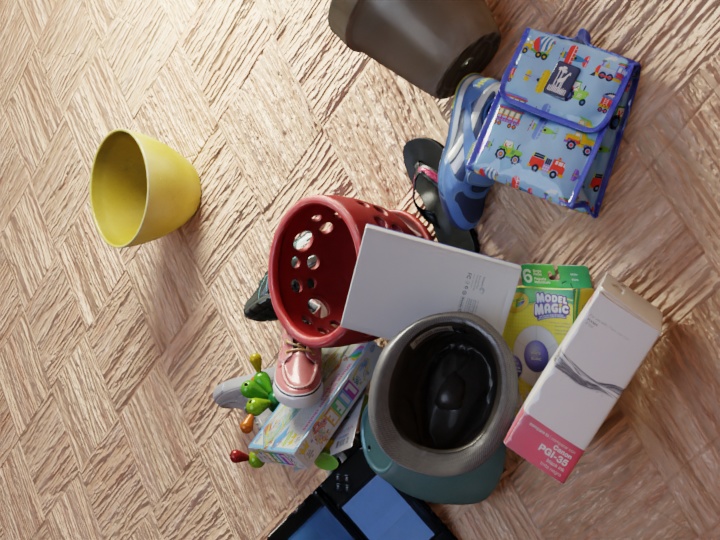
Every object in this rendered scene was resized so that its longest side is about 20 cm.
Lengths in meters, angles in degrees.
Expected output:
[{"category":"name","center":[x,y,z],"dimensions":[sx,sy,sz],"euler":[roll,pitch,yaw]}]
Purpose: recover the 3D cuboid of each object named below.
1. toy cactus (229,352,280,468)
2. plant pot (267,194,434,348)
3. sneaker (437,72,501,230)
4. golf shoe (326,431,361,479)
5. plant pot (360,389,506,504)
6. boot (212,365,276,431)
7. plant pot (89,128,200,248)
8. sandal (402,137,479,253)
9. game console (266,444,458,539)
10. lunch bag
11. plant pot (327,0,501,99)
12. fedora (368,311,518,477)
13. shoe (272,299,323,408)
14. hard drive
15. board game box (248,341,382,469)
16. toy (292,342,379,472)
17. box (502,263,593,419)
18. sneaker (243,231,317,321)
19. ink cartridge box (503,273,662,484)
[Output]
[{"category":"toy cactus","center":[-0.107,0.211,1.700],"dimensions":[0.103,0.162,0.203],"euler":[124,164,-57]},{"category":"plant pot","center":[0.000,0.000,1.551],"dimensions":[0.199,0.180,0.205],"euler":[2,92,48]},{"category":"sneaker","center":[0.154,-0.149,1.461],"dimensions":[0.082,0.073,0.204],"euler":[16,104,44]},{"category":"golf shoe","center":[-0.012,0.334,1.642],"dimensions":[0.077,0.087,0.204],"euler":[-23,75,43]},{"category":"plant pot","center":[0.078,0.209,1.474],"dimensions":[0.199,0.133,0.204],"euler":[8,99,61]},{"category":"boot","center":[-0.166,0.219,1.817],"dimensions":[0.199,0.073,0.097],"euler":[-24,67,44]},{"category":"plant pot","center":[-0.362,-0.141,1.980],"dimensions":[0.198,0.140,0.204],"euler":[2,92,48]},{"category":"sandal","center":[0.103,-0.096,1.537],"dimensions":[0.075,0.045,0.203],"euler":[-40,62,41]},{"category":"game console","center":[0.006,0.370,1.533],"dimensions":[0.200,0.118,0.172],"euler":[47,115,6]},{"category":"lunch bag","center":[0.239,-0.187,1.356],"dimensions":[0.149,0.094,0.203],"euler":[24,97,31]},{"category":"plant pot","center":[0.084,-0.323,1.470],"dimensions":[0.174,0.199,0.201],"euler":[50,126,15]},{"category":"fedora","center":[0.102,0.153,1.356],"dimensions":[0.173,0.090,0.204],"euler":[7,71,14]},{"category":"shoe","center":[-0.088,0.109,1.598],"dimensions":[0.201,0.070,0.093],"euler":[-95,5,-67]},{"category":"hard drive","center":[0.086,0.031,1.406],"dimensions":[0.025,0.196,0.134],"euler":[-80,5,-72]},{"category":"board game box","center":[-0.061,0.185,1.607],"dimensions":[0.201,0.034,0.134],"euler":[-53,23,-24]},{"category":"toy","center":[-0.022,0.204,1.619],"dimensions":[0.114,0.047,0.201],"euler":[-29,24,34]},{"category":"box","center":[0.229,0.094,1.400],"dimensions":[0.116,0.048,0.204],"euler":[1,90,48]},{"category":"sneaker","center":[-0.113,0.011,1.772],"dimensions":[0.199,0.075,0.080],"euler":[-37,53,33]},{"category":"ink cartridge box","center":[0.250,0.116,1.265],"dimensions":[0.082,0.146,0.202],"euler":[33,104,10]}]
